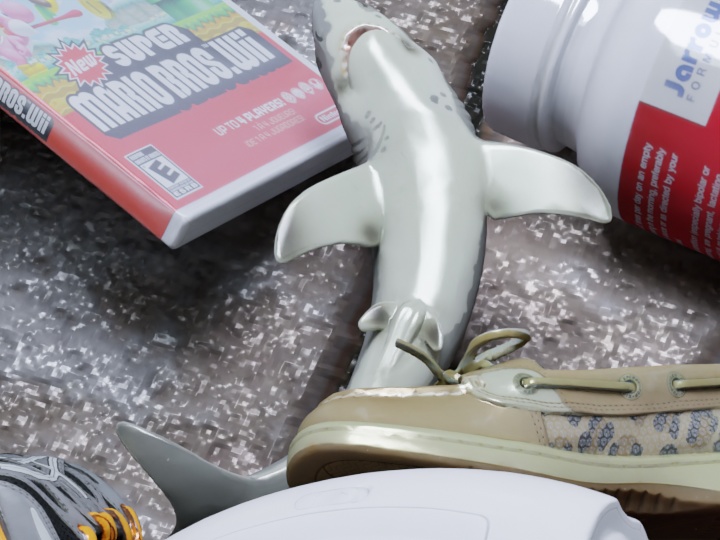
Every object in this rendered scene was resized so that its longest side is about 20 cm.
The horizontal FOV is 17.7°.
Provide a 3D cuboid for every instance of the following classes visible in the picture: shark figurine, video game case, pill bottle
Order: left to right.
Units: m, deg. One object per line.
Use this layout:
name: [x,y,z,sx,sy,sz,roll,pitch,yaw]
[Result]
video game case: [-0.104,-0.094,0.880,0.200,0.017,0.143,38,33,13]
shark figurine: [0.006,0.021,0.817,0.128,0.090,0.215,20,71,6]
pill bottle: [0.152,-0.055,0.847,0.200,0.112,0.112,23,58,18]

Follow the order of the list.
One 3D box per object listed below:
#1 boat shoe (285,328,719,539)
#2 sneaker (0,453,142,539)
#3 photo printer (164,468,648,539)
boat shoe: [0.069,0.057,0.772,0.200,0.073,0.063,7,62,-22]
sneaker: [-0.101,0.090,0.714,0.077,0.200,0.078,5,95,-15]
photo printer: [0.000,0.152,0.639,0.166,0.069,0.200,-10,58,29]
